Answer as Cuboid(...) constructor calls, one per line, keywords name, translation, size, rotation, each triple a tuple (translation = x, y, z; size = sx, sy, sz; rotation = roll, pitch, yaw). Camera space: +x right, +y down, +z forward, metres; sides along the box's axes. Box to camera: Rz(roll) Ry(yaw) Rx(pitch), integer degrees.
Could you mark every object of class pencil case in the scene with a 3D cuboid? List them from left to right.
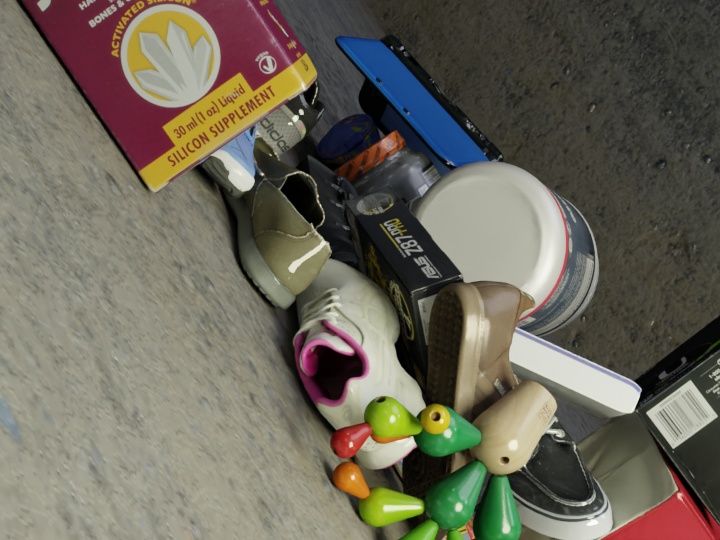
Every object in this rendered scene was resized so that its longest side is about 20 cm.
Cuboid(name="pencil case", translation=(0.032, -0.090, 1.680), size=(0.200, 0.078, 0.087), rotation=(52, -13, -25))

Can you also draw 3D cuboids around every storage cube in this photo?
Cuboid(name="storage cube", translation=(0.224, 0.255, 1.188), size=(0.180, 0.170, 0.200), rotation=(54, 10, -14))

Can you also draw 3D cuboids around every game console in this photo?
Cuboid(name="game console", translation=(0.048, -0.154, 1.570), size=(0.200, 0.118, 0.171), rotation=(50, -34, 16))

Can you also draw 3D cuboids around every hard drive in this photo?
Cuboid(name="hard drive", translation=(0.154, 0.082, 1.161), size=(0.131, 0.026, 0.200), rotation=(25, -5, 7))

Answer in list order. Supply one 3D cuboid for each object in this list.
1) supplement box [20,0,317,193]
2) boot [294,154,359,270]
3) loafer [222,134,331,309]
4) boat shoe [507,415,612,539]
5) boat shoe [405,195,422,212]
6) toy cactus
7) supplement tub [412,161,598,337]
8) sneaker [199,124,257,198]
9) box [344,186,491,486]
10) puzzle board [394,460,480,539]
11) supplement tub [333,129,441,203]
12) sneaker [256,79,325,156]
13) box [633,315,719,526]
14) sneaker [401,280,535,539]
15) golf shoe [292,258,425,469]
Cuboid(name="supplement box", translation=(-0.136, -0.176, 0.958), size=(0.201, 0.130, 0.103), rotation=(55, 10, -9))
Cuboid(name="boot", translation=(0.000, -0.001, 1.315), size=(0.165, 0.065, 0.200), rotation=(54, 6, -31))
Cuboid(name="loafer", translation=(-0.060, -0.047, 1.116), size=(0.075, 0.069, 0.201), rotation=(50, 12, -37))
Cuboid(name="boat shoe", translation=(0.137, 0.140, 1.145), size=(0.200, 0.071, 0.068), rotation=(-129, -149, -57))
Cuboid(name="boat shoe", translation=(0.073, 0.018, 1.373), size=(0.072, 0.066, 0.202), rotation=(20, 62, -30))
Cuboid(name="toy cactus", translation=(0.076, 0.139, 0.958), size=(0.200, 0.165, 0.102), rotation=(52, -24, -18))
Cuboid(name="supplement tub", translation=(0.132, -0.012, 1.266), size=(0.141, 0.140, 0.200), rotation=(60, 14, 17))
Cuboid(name="sneaker", translation=(-0.111, -0.138, 1.124), size=(0.076, 0.077, 0.201), rotation=(50, 14, -45))
Cuboid(name="box", translation=(0.049, 0.055, 1.139), size=(0.161, 0.049, 0.201), rotation=(-121, -165, -56))
Cuboid(name="puzzle board", translation=(0.091, 0.217, 1.198), size=(0.152, 0.017, 0.200), rotation=(60, 9, 13))
Cuboid(name="supplement tub", translation=(0.052, -0.038, 1.495), size=(0.201, 0.122, 0.123), rotation=(56, 10, -4))
Cuboid(name="sneaker", translation=(-0.076, -0.160, 1.335), size=(0.074, 0.087, 0.200), rotation=(53, 10, -21))
Cuboid(name="box", translation=(0.318, 0.110, 1.183), size=(0.125, 0.148, 0.200), rotation=(54, 10, 5))
Cuboid(name="sneaker", translation=(0.084, 0.105, 1.035), size=(0.070, 0.075, 0.202), rotation=(41, -53, 54))
Cuboid(name="golf shoe", translation=(-0.014, 0.050, 1.043), size=(0.091, 0.075, 0.201), rotation=(41, 16, -41))
